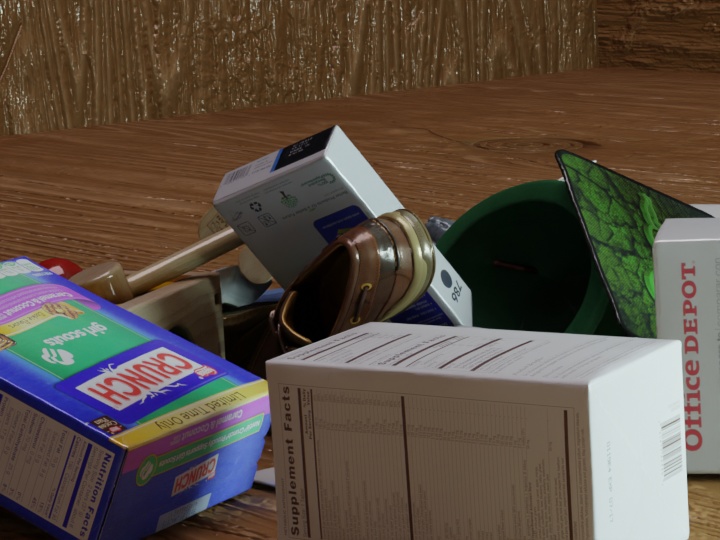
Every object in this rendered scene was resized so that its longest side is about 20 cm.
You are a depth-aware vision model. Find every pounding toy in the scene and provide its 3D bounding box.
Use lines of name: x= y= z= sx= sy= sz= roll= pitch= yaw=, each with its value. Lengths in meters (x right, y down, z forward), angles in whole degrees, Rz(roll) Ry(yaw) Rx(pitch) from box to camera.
pounding toy: x=-0.167 y=0.039 z=1.703 sx=0.198 sy=0.143 sz=0.184 roll=0 pitch=10 yaw=21

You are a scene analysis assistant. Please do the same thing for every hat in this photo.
hat: x=0.163 y=0.041 z=1.835 sx=0.199 sy=0.167 sz=0.176 roll=-18 pitch=-34 yaw=33

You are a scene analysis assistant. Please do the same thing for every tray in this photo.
tray: x=-0.166 y=0.042 z=1.880 sx=0.199 sy=0.022 sz=0.107 roll=-19 pitch=-11 yaw=10

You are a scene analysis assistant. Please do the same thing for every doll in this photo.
doll: x=-0.052 y=-0.017 z=1.881 sx=0.136 sy=0.049 sz=0.200 roll=39 pitch=7 yaw=20

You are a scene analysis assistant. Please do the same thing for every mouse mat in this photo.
mouse mat: x=0.215 y=0.002 z=1.743 sx=0.160 sy=0.008 sz=0.201 roll=22 pitch=33 yaw=-28

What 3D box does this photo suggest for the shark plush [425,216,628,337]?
shark plush: x=0.117 y=0.023 z=1.918 sx=0.090 sy=0.084 sz=0.200 roll=-25 pitch=32 yaw=-18

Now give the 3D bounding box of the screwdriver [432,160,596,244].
screwdriver: x=0.093 y=-0.036 z=1.915 sx=0.199 sy=0.029 sz=0.028 roll=-33 pitch=53 yaw=-7

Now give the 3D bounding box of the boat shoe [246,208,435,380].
boat shoe: x=-0.030 y=0.033 z=1.648 sx=0.067 sy=0.072 sz=0.200 roll=-8 pitch=-31 yaw=-41

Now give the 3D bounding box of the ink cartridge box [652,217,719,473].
ink cartridge box: x=0.277 y=0.044 z=1.522 sx=0.198 sy=0.149 sz=0.086 roll=-2 pitch=7 yaw=11

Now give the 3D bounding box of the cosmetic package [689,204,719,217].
cosmetic package: x=0.295 y=-0.006 z=2.035 sx=0.199 sy=0.086 sz=0.107 roll=3 pitch=11 yaw=31

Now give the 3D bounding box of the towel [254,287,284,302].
towel: x=-0.017 y=0.046 z=1.921 sx=0.111 sy=0.049 sz=0.199 roll=-8 pitch=10 yaw=-34

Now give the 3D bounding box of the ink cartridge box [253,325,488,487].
ink cartridge box: x=0.032 y=0.086 z=1.582 sx=0.199 sy=0.068 sz=0.116 roll=-11 pitch=12 yaw=-42

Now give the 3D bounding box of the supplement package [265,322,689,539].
supplement package: x=0.062 y=0.095 z=1.369 sx=0.199 sy=0.115 sz=0.109 roll=4 pitch=12 yaw=33

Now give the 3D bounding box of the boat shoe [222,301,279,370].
boat shoe: x=-0.059 y=0.051 z=1.821 sx=0.199 sy=0.074 sz=0.065 roll=1 pitch=15 yaw=23

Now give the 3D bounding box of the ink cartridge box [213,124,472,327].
ink cartridge box: x=0.000 y=0.000 z=1.698 sx=0.099 sy=0.200 sz=0.039 roll=-21 pitch=30 yaw=32

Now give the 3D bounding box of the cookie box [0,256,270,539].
cookie box: x=-0.176 y=0.074 z=1.497 sx=0.199 sy=0.076 sz=0.171 roll=26 pitch=20 yaw=22
